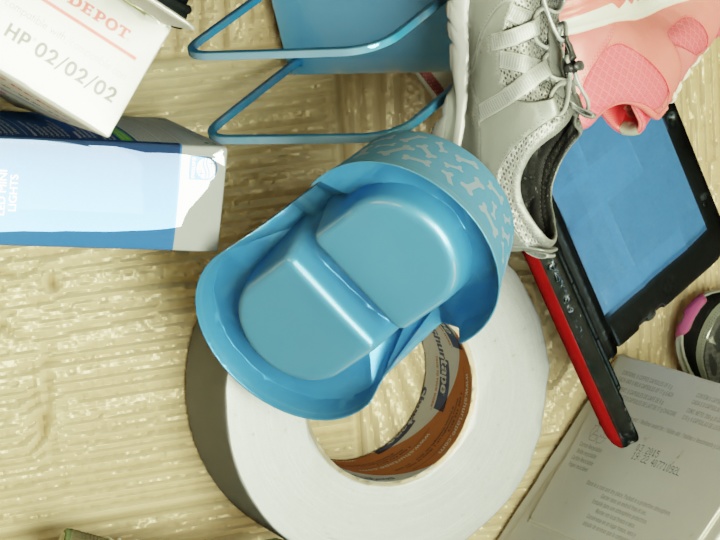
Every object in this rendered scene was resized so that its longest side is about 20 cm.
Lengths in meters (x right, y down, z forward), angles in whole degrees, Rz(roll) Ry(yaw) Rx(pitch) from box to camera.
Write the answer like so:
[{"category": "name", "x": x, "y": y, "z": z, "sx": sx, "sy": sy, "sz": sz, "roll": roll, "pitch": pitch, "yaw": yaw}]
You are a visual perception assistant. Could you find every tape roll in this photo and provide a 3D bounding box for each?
[{"category": "tape roll", "x": 0.005, "y": 0.063, "z": 1.557, "sx": 0.199, "sy": 0.066, "sz": 0.202, "roll": -4, "pitch": 99, "yaw": -22}]

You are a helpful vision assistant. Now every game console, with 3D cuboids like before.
[{"category": "game console", "x": 0.145, "y": -0.034, "z": 1.559, "sx": 0.118, "sy": 0.173, "sz": 0.201, "roll": -25, "pitch": 117, "yaw": 4}]

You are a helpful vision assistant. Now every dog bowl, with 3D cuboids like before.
[{"category": "dog bowl", "x": 0.000, "y": 0.000, "z": 1.416, "sx": 0.112, "sy": 0.200, "sz": 0.050, "roll": 46, "pitch": 43, "yaw": -9}]

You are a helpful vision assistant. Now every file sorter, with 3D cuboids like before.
[{"category": "file sorter", "x": -0.025, "y": -0.177, "z": 1.429, "sx": 0.123, "sy": 0.138, "sz": 0.201, "roll": -42, "pitch": 126, "yaw": -50}]

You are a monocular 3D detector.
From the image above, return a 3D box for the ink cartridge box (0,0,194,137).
[{"category": "ink cartridge box", "x": -0.172, "y": -0.127, "z": 1.375, "sx": 0.115, "sy": 0.200, "sz": 0.068, "roll": 31, "pitch": 85, "yaw": -24}]

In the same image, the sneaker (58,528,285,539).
[{"category": "sneaker", "x": -0.131, "y": 0.176, "z": 1.494, "sx": 0.199, "sy": 0.067, "sz": 0.090, "roll": -26, "pitch": 106, "yaw": 2}]

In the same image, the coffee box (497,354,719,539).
[{"category": "coffee box", "x": 0.210, "y": 0.195, "z": 1.593, "sx": 0.197, "sy": 0.199, "sz": 0.201, "roll": 37, "pitch": 82, "yaw": -25}]

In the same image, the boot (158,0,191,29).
[{"category": "boot", "x": -0.140, "y": -0.240, "z": 1.440, "sx": 0.199, "sy": 0.076, "sz": 0.169, "roll": 30, "pitch": 88, "yaw": -20}]

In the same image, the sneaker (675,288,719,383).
[{"category": "sneaker", "x": 0.275, "y": 0.080, "z": 1.666, "sx": 0.200, "sy": 0.087, "sz": 0.074, "roll": 41, "pitch": 81, "yaw": -23}]

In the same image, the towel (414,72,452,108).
[{"category": "towel", "x": 0.115, "y": -0.160, "z": 1.596, "sx": 0.200, "sy": 0.023, "sz": 0.144, "roll": -44, "pitch": 114, "yaw": -10}]

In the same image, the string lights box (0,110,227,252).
[{"category": "string lights box", "x": -0.181, "y": -0.050, "z": 1.436, "sx": 0.199, "sy": 0.103, "sz": 0.059, "roll": 1, "pitch": 101, "yaw": -23}]

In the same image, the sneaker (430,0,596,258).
[{"category": "sneaker", "x": 0.089, "y": -0.102, "z": 1.404, "sx": 0.075, "sy": 0.082, "sz": 0.201, "roll": -18, "pitch": 122, "yaw": -57}]

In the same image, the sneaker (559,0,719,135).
[{"category": "sneaker", "x": 0.151, "y": -0.119, "z": 1.524, "sx": 0.200, "sy": 0.073, "sz": 0.087, "roll": -13, "pitch": 99, "yaw": -50}]
